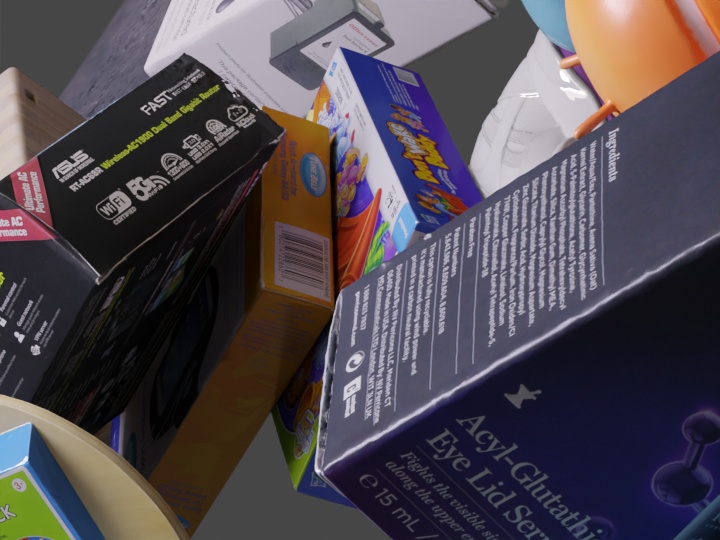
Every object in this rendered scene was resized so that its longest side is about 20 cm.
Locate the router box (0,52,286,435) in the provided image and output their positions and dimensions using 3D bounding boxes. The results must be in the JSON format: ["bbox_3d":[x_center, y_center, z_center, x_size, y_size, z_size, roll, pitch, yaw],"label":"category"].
[{"bbox_3d":[-0.130,0.016,1.194,0.150,0.062,0.200,-40,-13,-51],"label":"router box"}]

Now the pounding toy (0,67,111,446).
[{"bbox_3d":[-0.150,-0.006,1.403,0.200,0.184,0.142,-38,38,20],"label":"pounding toy"}]

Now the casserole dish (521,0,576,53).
[{"bbox_3d":[0.119,-0.140,1.245,0.200,0.121,0.039,-102,26,-60],"label":"casserole dish"}]

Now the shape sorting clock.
[{"bbox_3d":[-0.153,0.138,1.161,0.200,0.200,0.039,-30,16,31],"label":"shape sorting clock"}]

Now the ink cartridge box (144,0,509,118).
[{"bbox_3d":[-0.007,-0.170,1.497,0.200,0.084,0.146,-26,33,37],"label":"ink cartridge box"}]

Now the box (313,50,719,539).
[{"bbox_3d":[0.107,0.036,0.959,0.200,0.148,0.105,-33,29,27],"label":"box"}]

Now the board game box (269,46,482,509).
[{"bbox_3d":[0.000,0.000,1.234,0.200,0.045,0.135,-112,43,-62],"label":"board game box"}]

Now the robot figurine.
[{"bbox_3d":[0.163,-0.117,1.046,0.200,0.117,0.144,-31,65,13],"label":"robot figurine"}]

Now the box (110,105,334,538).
[{"bbox_3d":[-0.068,0.035,1.268,0.119,0.041,0.200,-92,24,-45],"label":"box"}]

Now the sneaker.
[{"bbox_3d":[0.089,-0.025,1.184,0.100,0.075,0.200,-52,19,28],"label":"sneaker"}]
